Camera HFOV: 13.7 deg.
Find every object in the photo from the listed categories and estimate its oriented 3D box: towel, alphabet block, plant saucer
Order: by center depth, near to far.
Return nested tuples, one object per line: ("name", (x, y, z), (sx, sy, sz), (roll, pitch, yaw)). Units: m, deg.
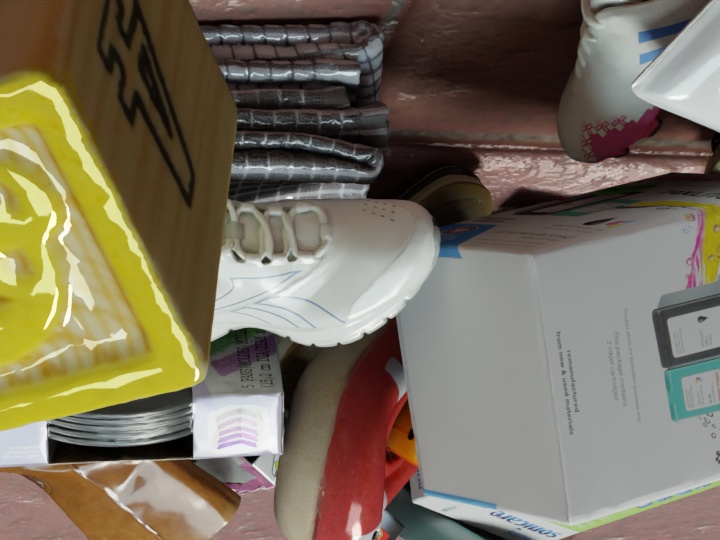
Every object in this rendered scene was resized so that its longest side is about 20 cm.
("alphabet block", (-0.181, -0.060, 1.410), (0.195, 0.200, 0.197), (-14, 129, 17))
("towel", (-0.084, -0.057, 1.635), (0.199, 0.086, 0.166), (-2, 155, -9))
("plant saucer", (0.056, 0.169, 2.060), (0.200, 0.200, 0.027), (27, 98, -48))

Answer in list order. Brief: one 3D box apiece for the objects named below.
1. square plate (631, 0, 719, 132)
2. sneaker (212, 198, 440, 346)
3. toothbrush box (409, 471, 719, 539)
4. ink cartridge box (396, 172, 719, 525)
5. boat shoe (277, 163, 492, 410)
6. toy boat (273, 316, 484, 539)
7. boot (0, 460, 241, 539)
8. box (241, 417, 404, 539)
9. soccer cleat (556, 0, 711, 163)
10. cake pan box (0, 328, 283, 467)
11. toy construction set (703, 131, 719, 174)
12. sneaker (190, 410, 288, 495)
("square plate", (0.263, -0.128, 1.538), (0.198, 0.028, 0.200), (-46, 143, 20))
("sneaker", (-0.057, -0.004, 1.577), (0.199, 0.075, 0.087), (-11, 150, 14))
("toothbrush box", (0.149, 0.103, 1.966), (0.200, 0.086, 0.145), (-24, 151, 30))
("ink cartridge box", (0.143, 0.037, 1.616), (0.199, 0.147, 0.147), (-14, -170, -30))
("boat shoe", (0.000, 0.000, 1.794), (0.073, 0.065, 0.200), (19, 126, -39))
("toy boat", (0.039, 0.093, 1.703), (0.130, 0.200, 0.131), (26, 136, 18))
("boot", (-0.208, 0.135, 1.963), (0.188, 0.069, 0.200), (-32, 124, 22))
("box", (-0.056, 0.107, 1.850), (0.035, 0.200, 0.110), (-48, 117, -4))
("soccer cleat", (0.140, -0.130, 1.563), (0.086, 0.070, 0.200), (13, 142, -24))
("cake pan box", (-0.140, 0.036, 1.687), (0.183, 0.200, 0.052), (-3, 125, -4))
("toy construction set", (0.265, -0.054, 1.709), (0.131, 0.092, 0.200), (22, 142, -2))
("sneaker", (-0.090, 0.117, 2.025), (0.199, 0.081, 0.086), (-19, 174, 21))
